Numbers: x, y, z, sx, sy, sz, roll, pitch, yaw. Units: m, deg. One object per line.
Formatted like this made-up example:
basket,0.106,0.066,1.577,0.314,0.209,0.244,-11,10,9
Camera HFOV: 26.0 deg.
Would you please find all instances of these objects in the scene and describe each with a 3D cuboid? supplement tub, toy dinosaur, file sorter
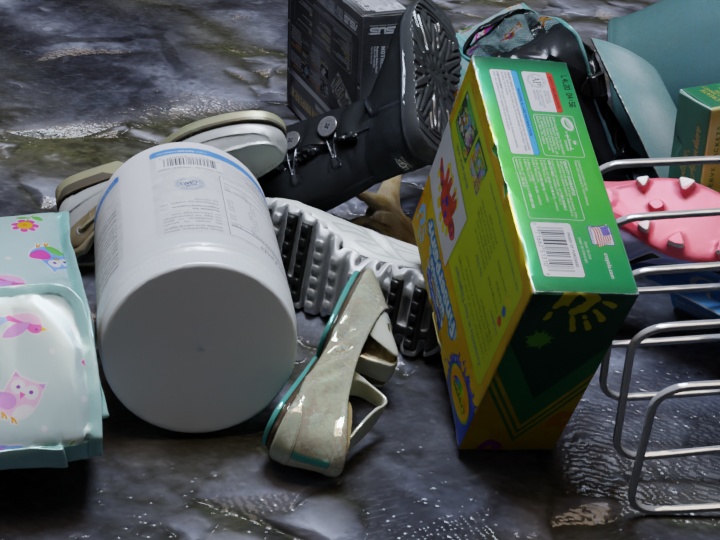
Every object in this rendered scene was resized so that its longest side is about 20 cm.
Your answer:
supplement tub,-0.117,0.006,1.071,0.131,0.132,0.200,-1,28,-9
toy dinosaur,0.014,-0.042,1.288,0.101,0.058,0.200,13,33,-15
file sorter,0.216,0.040,0.988,0.124,0.139,0.200,-4,47,-3

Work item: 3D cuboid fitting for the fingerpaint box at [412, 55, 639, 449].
fingerpaint box,0.101,-0.010,1.020,0.073,0.167,0.200,2,49,-15

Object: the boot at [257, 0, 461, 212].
boot,-0.019,-0.119,1.249,0.200,0.066,0.165,-24,41,33

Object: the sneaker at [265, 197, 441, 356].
sneaker,0.000,0.000,1.176,0.200,0.075,0.081,29,27,25

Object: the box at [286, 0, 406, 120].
box,-0.014,-0.194,1.446,0.048,0.159,0.200,-9,29,-19

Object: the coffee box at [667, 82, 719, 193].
coffee box,0.328,-0.090,1.191,0.199,0.123,0.044,-10,32,-23

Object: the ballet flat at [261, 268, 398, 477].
ballet flat,-0.007,0.071,1.046,0.062,0.068,0.200,23,38,5

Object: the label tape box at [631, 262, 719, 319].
label tape box,0.316,0.018,1.182,0.200,0.066,0.143,-24,37,-36

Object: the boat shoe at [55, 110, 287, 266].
boat shoe,-0.143,-0.059,1.209,0.200,0.075,0.069,-22,57,17

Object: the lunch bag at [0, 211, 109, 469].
lunch bag,-0.250,0.056,0.969,0.170,0.122,0.200,-5,33,-13

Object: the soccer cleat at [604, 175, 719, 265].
soccer cleat,0.195,-0.030,1.149,0.199,0.077,0.067,9,62,16

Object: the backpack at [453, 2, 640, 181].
backpack,0.135,-0.131,1.323,0.153,0.176,0.200,-26,22,8

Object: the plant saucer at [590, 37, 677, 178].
plant saucer,0.248,-0.109,1.280,0.039,0.201,0.201,-26,25,11

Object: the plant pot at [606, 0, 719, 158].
plant pot,0.329,-0.178,1.447,0.187,0.201,0.200,-6,25,14
